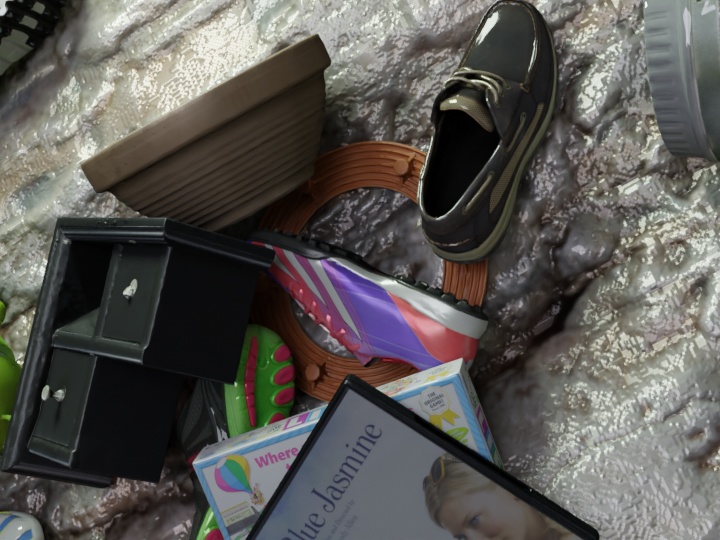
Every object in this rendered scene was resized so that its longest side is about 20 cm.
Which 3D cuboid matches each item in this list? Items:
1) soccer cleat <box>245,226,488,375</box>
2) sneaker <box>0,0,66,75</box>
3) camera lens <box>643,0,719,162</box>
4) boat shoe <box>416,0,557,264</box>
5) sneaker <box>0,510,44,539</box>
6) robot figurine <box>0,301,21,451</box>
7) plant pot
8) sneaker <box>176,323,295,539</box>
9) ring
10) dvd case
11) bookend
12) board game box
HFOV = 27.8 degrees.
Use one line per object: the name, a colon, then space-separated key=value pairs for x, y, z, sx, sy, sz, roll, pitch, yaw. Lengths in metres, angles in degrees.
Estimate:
soccer cleat: x=-0.007 y=0.026 z=1.039 sx=0.199 sy=0.068 sz=0.074 roll=23 pitch=94 yaw=24
sneaker: x=-0.330 y=-0.206 z=1.253 sx=0.090 sy=0.066 sz=0.201 roll=42 pitch=100 yaw=23
camera lens: x=0.289 y=-0.150 z=0.903 sx=0.198 sy=0.160 sz=0.162 roll=-3 pitch=78 yaw=24
boat shoe: x=0.090 y=-0.106 z=1.028 sx=0.074 sy=0.073 sz=0.202 roll=7 pitch=74 yaw=23
sneaker: x=-0.351 y=0.239 z=1.152 sx=0.198 sy=0.105 sz=0.077 roll=-22 pitch=71 yaw=20
robot figurine: x=-0.347 y=0.078 z=1.176 sx=0.200 sy=0.115 sz=0.176 roll=46 pitch=116 yaw=23
plant pot: x=-0.097 y=-0.087 z=1.072 sx=0.199 sy=0.201 sz=0.093 roll=-27 pitch=97 yaw=18
sneaker: x=-0.096 y=0.140 z=1.083 sx=0.083 sy=0.076 sz=0.202 roll=6 pitch=85 yaw=55
ring: x=0.000 y=0.000 z=1.086 sx=0.198 sy=0.019 sz=0.203 roll=-5 pitch=78 yaw=23
dvd case: x=0.039 y=0.179 z=0.972 sx=0.199 sy=0.018 sz=0.143 roll=32 pitch=106 yaw=1
bookend: x=-0.168 y=0.068 z=1.061 sx=0.198 sy=0.091 sz=0.202 roll=5 pitch=81 yaw=57
board game box: x=0.001 y=0.157 z=1.001 sx=0.198 sy=0.034 sz=0.136 roll=-19 pitch=100 yaw=13
